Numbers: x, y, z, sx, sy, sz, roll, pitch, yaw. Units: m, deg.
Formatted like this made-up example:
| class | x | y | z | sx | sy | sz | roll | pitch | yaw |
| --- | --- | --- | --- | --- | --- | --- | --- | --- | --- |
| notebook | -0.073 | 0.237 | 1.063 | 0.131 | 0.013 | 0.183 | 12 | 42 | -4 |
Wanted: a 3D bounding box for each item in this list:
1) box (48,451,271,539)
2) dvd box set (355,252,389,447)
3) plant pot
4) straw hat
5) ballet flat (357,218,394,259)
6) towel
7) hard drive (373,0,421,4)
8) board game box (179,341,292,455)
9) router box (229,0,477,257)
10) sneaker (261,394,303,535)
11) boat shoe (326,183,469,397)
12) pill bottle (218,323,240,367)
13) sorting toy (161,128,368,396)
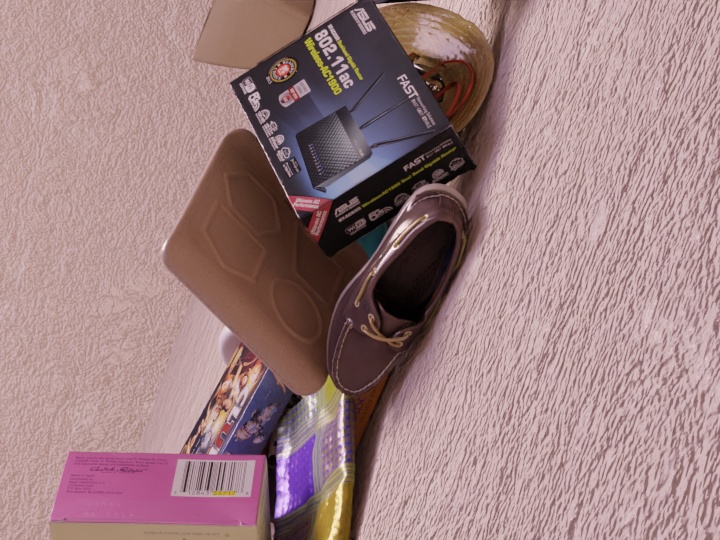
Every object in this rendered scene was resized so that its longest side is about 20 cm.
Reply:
| class | x | y | z | sx | sy | sz | roll | pitch | yaw |
| --- | --- | --- | --- | --- | --- | --- | --- | --- | --- |
| box | -0.168 | 0.264 | 1.552 | 0.097 | 0.176 | 0.200 | -85 | -5 | -57 |
| dvd box set | -0.008 | 0.098 | 1.608 | 0.146 | 0.029 | 0.200 | -100 | 32 | -69 |
| plant pot | -0.190 | -0.492 | 3.357 | 0.200 | 0.177 | 0.200 | -81 | 15 | -51 |
| straw hat | 0.041 | -0.143 | 1.616 | 0.085 | 0.201 | 0.201 | 52 | -135 | -49 |
| ballet flat | 0.000 | 0.000 | 1.706 | 0.064 | 0.076 | 0.200 | -34 | -18 | -49 |
| towel | -0.042 | 0.183 | 1.527 | 0.144 | 0.023 | 0.200 | 134 | 145 | -52 |
| hard drive | 0.076 | -0.268 | 1.602 | 0.200 | 0.135 | 0.042 | -157 | 61 | -79 |
| board game box | -0.110 | 0.130 | 1.670 | 0.200 | 0.035 | 0.135 | -61 | 17 | 0 |
| router box | -0.010 | -0.127 | 1.532 | 0.150 | 0.062 | 0.200 | -32 | 49 | 3 |
| sneaker | -0.083 | 0.162 | 1.733 | 0.082 | 0.077 | 0.200 | -40 | 44 | 33 |
| boat shoe | 0.028 | 0.025 | 1.448 | 0.200 | 0.072 | 0.060 | -60 | 10 | 20 |
| pill bottle | -0.071 | 0.015 | 1.862 | 0.120 | 0.120 | 0.200 | 122 | 165 | -50 |
| sorting toy | -0.082 | -0.008 | 1.541 | 0.036 | 0.185 | 0.200 | -33 | 20 | 33 |
